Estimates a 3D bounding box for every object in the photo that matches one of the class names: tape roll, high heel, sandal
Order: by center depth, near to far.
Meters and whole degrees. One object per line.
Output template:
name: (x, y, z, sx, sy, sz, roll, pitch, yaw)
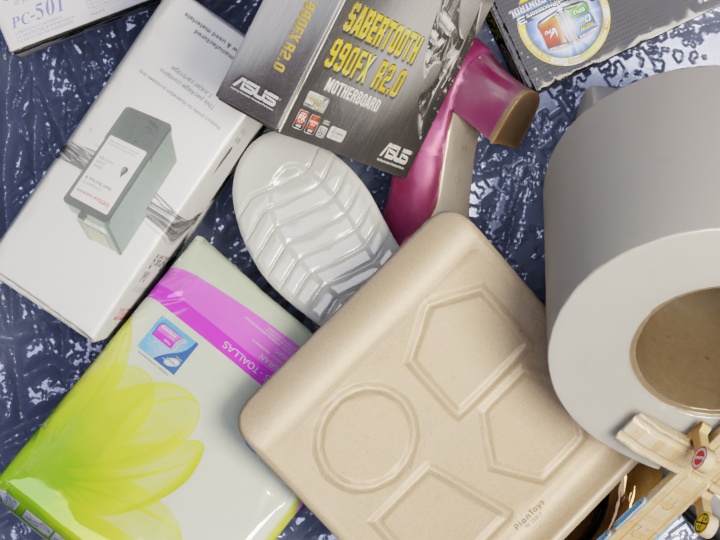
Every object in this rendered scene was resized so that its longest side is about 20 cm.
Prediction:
tape roll: (0.206, 0.000, 1.459, 0.201, 0.140, 0.203, 2, 136, 2)
sandal: (-0.006, 0.005, 1.536, 0.082, 0.050, 0.203, -40, 90, -5)
high heel: (0.027, -0.057, 1.594, 0.096, 0.067, 0.201, 39, 108, 30)

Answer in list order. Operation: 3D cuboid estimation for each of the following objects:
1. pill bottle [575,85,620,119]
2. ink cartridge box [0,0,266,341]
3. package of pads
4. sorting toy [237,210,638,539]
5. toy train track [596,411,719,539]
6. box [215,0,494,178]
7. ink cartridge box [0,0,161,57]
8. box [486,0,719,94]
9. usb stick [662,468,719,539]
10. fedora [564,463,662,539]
pill bottle: (0.234, -0.062, 1.572, 0.199, 0.111, 0.112, 8, 93, -4)
ink cartridge box: (-0.130, -0.060, 1.523, 0.084, 0.146, 0.200, 35, 91, 2)
package of pads: (-0.102, 0.105, 1.512, 0.154, 0.068, 0.200, 40, 74, -1)
sorting toy: (0.050, 0.094, 1.500, 0.185, 0.036, 0.200, -45, 107, -7)
toy train track: (0.176, 0.149, 1.475, 0.114, 0.033, 0.200, 27, 125, -22)
box: (0.009, -0.145, 1.470, 0.048, 0.200, 0.159, 30, 95, 22)
ink cartridge box: (-0.127, -0.186, 1.545, 0.199, 0.094, 0.044, -21, 94, -3)
box: (0.160, -0.224, 1.590, 0.199, 0.044, 0.161, -25, 94, -3)
usb stick: (0.214, 0.124, 1.620, 0.055, 0.033, 0.200, -44, 95, 0)
fedora: (0.092, 0.121, 1.582, 0.199, 0.082, 0.202, 0, 87, -2)
